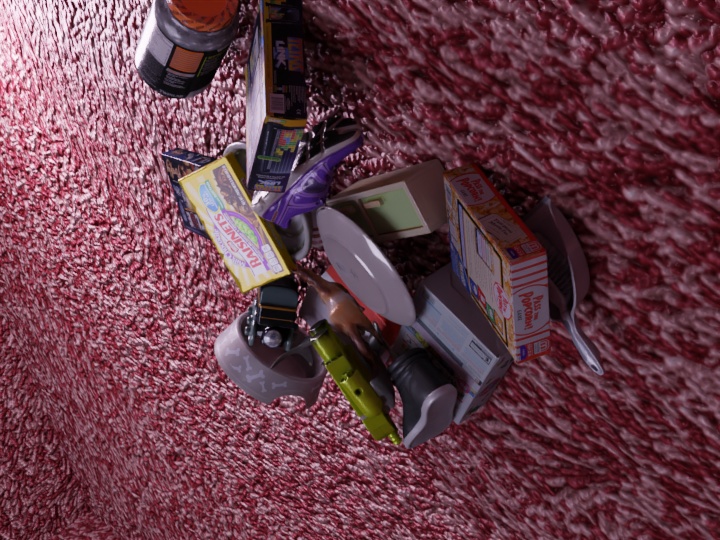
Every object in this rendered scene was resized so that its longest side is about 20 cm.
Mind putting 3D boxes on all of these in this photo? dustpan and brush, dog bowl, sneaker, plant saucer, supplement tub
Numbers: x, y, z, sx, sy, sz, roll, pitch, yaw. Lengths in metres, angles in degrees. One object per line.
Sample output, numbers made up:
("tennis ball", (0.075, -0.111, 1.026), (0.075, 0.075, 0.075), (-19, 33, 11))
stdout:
("dustpan and brush", (0.233, 0.029, 1.324), (0.200, 0.057, 0.140), (52, 151, 7))
("dog bowl", (-0.143, 0.144, 1.900), (0.200, 0.200, 0.059), (43, 116, 21))
("sneaker", (-0.062, -0.133, 1.555), (0.083, 0.081, 0.200), (35, 124, -26))
("plant saucer", (-0.127, -0.110, 1.694), (0.200, 0.050, 0.200), (37, 146, 30))
("supplement tub", (-0.243, -0.338, 1.607), (0.123, 0.123, 0.200), (54, 151, 3))
("sneaker", (0.078, 0.174, 1.586), (0.099, 0.071, 0.200), (57, 159, 24))

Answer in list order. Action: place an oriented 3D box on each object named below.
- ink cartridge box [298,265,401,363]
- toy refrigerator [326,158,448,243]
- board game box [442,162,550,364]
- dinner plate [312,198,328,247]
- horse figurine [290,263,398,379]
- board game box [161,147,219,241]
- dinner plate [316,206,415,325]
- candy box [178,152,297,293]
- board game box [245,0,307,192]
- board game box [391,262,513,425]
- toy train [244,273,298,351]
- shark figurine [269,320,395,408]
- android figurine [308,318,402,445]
("ink cartridge box", (-0.014, 0.071, 1.762), (0.163, 0.057, 0.200), (49, 156, 13))
("toy refrigerator", (0.039, -0.084, 1.494), (0.200, 0.070, 0.076), (-7, 114, 59))
("board game box", (0.158, -0.011, 1.333), (0.200, 0.046, 0.152), (-119, 15, -50))
("dinner plate", (-0.104, -0.126, 1.718), (0.200, 0.024, 0.200), (38, 147, 31))
("horse figurine", (-0.016, 0.067, 1.623), (0.133, 0.050, 0.200), (45, -172, -37))
("board game box", (-0.255, -0.120, 1.816), (0.200, 0.035, 0.136), (22, 130, 61))
("dinner plate", (0.000, 0.000, 1.530), (0.200, 0.024, 0.200), (48, 164, 18))
("candy box", (-0.184, -0.068, 1.703), (0.102, 0.026, 0.200), (-22, 103, 34))
("board game box", (-0.112, -0.229, 1.479), (0.165, 0.057, 0.200), (113, 157, -59))
("board game box", (0.130, 0.103, 1.559), (0.148, 0.064, 0.200), (47, 149, 17))
("toy train", (-0.136, 0.054, 1.824), (0.200, 0.085, 0.114), (-102, 23, -73))
("shark figurine", (-0.045, 0.131, 1.744), (0.214, 0.089, 0.128), (18, 121, 33))
("android figurine", (-0.004, 0.162, 1.609), (0.200, 0.041, 0.182), (55, -179, -9))
